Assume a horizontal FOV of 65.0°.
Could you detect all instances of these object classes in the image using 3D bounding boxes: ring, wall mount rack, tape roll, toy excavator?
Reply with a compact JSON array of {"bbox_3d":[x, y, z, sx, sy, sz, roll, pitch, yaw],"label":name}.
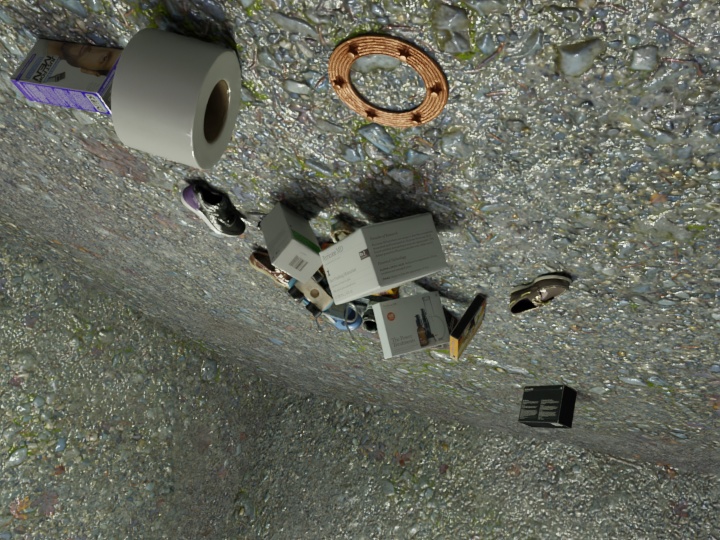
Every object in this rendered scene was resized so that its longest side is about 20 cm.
[{"bbox_3d":[0.041,-0.293,0.906,0.199,0.019,0.201,17,159,7],"label":"ring"},{"bbox_3d":[-0.076,0.119,1.645,0.199,0.175,0.074,20,150,-28],"label":"wall mount rack"},{"bbox_3d":[-0.302,-0.285,0.950,0.138,0.204,0.203,17,158,3],"label":"tape roll"},{"bbox_3d":[-0.159,0.027,1.594,0.194,0.100,0.200,44,179,-11],"label":"toy excavator"}]

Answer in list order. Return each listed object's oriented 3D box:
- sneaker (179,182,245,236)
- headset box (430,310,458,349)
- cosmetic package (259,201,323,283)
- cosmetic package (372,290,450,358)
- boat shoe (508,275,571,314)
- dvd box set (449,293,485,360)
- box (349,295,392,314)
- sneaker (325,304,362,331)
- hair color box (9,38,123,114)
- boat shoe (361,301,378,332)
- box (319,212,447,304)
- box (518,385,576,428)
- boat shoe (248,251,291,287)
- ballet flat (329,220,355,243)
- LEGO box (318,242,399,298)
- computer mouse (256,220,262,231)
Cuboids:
[{"bbox_3d":[-0.371,-0.156,1.486,0.087,0.076,0.200,-12,144,42],"label":"sneaker"},{"bbox_3d":[0.244,0.191,1.808,0.148,0.075,0.200,-6,148,45],"label":"headset box"},{"bbox_3d":[-0.167,-0.070,1.362,0.107,0.085,0.200,32,-162,-34],"label":"cosmetic package"},{"bbox_3d":[0.144,0.148,1.576,0.199,0.152,0.052,-10,170,-27],"label":"cosmetic package"},{"bbox_3d":[0.432,0.061,1.375,0.072,0.060,0.200,26,157,-17],"label":"boat shoe"},{"bbox_3d":[0.304,0.167,1.612,0.029,0.147,0.200,31,162,21],"label":"dvd box set"},{"bbox_3d":[0.021,0.097,1.797,0.199,0.051,0.158,14,158,12],"label":"box"},{"bbox_3d":[-0.082,0.120,1.763,0.199,0.074,0.082,29,159,28],"label":"sneaker"},{"bbox_3d":[-0.538,-0.367,1.066,0.199,0.110,0.065,13,156,13],"label":"hair color box"},{"bbox_3d":[0.031,0.158,1.766,0.072,0.071,0.200,16,158,7],"label":"boat shoe"},{"bbox_3d":[0.048,-0.025,1.258,0.199,0.131,0.199,-15,174,-33],"label":"box"},{"bbox_3d":[0.699,0.512,2.119,0.079,0.142,0.200,25,158,-22],"label":"box"},{"bbox_3d":[-0.248,-0.006,1.745,0.199,0.072,0.072,29,158,-8],"label":"boat shoe"},{"bbox_3d":[0.000,-0.041,1.392,0.200,0.076,0.064,39,-163,-7],"label":"ballet flat"},{"bbox_3d":[0.000,0.000,1.549,0.199,0.078,0.149,8,156,24],"label":"LEGO box"},{"bbox_3d":[-0.181,-0.082,1.546,0.200,0.044,0.109,36,158,-33],"label":"computer mouse"}]
